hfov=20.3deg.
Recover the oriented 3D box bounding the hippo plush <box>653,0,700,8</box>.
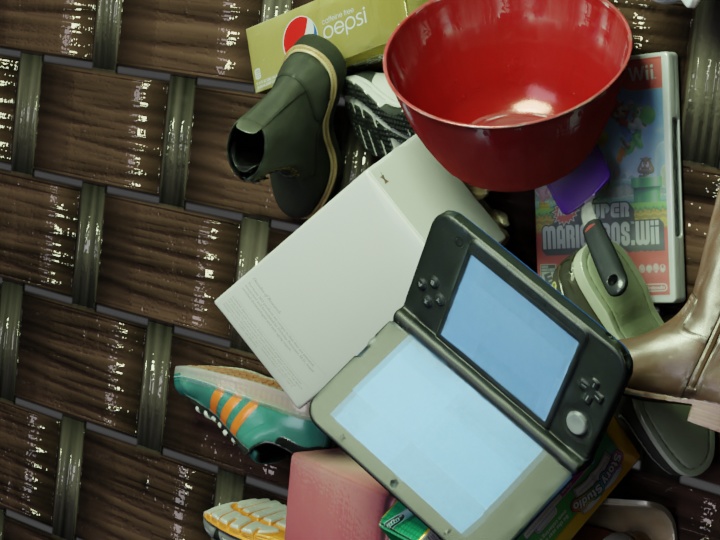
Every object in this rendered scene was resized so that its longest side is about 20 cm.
[{"bbox_3d":[0.259,-0.278,1.504,0.159,0.198,0.163,-157,64,-62],"label":"hippo plush"}]

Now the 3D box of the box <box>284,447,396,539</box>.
[{"bbox_3d":[0.038,0.226,1.723,0.199,0.127,0.110,15,103,55],"label":"box"}]

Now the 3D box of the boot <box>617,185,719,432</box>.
[{"bbox_3d":[0.251,0.007,1.538,0.185,0.064,0.202,20,91,12],"label":"boot"}]

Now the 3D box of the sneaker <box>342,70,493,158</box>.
[{"bbox_3d":[0.053,-0.140,1.779,0.200,0.080,0.074,28,142,53],"label":"sneaker"}]

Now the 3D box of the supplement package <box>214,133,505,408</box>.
[{"bbox_3d":[0.000,0.000,1.693,0.200,0.121,0.120,-40,89,32],"label":"supplement package"}]

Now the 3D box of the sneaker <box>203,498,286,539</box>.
[{"bbox_3d":[-0.078,0.272,1.900,0.199,0.078,0.078,21,114,42],"label":"sneaker"}]

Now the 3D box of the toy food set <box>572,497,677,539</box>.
[{"bbox_3d":[0.189,0.285,1.659,0.143,0.060,0.202,-2,89,43],"label":"toy food set"}]

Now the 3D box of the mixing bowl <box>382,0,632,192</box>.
[{"bbox_3d":[0.121,-0.136,1.622,0.199,0.199,0.109,33,146,37],"label":"mixing bowl"}]

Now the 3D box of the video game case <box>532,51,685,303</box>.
[{"bbox_3d":[0.203,-0.073,1.665,0.142,0.017,0.202,-2,90,43],"label":"video game case"}]

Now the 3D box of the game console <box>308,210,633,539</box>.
[{"bbox_3d":[0.079,0.087,1.522,0.200,0.118,0.172,39,134,24],"label":"game console"}]

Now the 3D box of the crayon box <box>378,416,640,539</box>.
[{"bbox_3d":[0.122,0.174,1.607,0.200,0.119,0.058,-47,32,-16],"label":"crayon box"}]

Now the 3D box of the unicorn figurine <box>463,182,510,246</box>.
[{"bbox_3d":[0.050,-0.018,1.782,0.137,0.074,0.201,42,102,34],"label":"unicorn figurine"}]

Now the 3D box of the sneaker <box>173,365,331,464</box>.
[{"bbox_3d":[-0.108,0.140,1.924,0.199,0.071,0.081,14,96,40],"label":"sneaker"}]

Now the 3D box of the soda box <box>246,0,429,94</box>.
[{"bbox_3d":[-0.010,-0.214,1.825,0.199,0.067,0.065,-17,79,42],"label":"soda box"}]

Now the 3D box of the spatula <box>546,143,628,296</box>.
[{"bbox_3d":[0.183,-0.041,1.597,0.056,0.021,0.201,-42,29,21],"label":"spatula"}]

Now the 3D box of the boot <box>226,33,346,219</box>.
[{"bbox_3d":[-0.080,-0.098,1.805,0.077,0.139,0.201,21,137,19],"label":"boot"}]

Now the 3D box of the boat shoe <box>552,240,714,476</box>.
[{"bbox_3d":[0.218,0.075,1.617,0.060,0.071,0.203,-34,78,55],"label":"boat shoe"}]
